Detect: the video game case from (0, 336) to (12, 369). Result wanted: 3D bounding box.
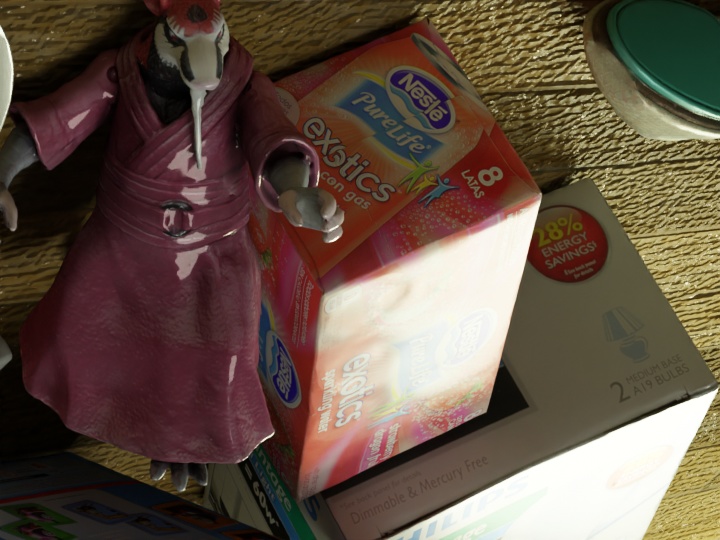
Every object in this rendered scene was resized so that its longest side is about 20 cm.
[{"bbox_3d":[-0.241,0.098,1.124,0.200,0.024,0.182,-38,179,16],"label":"video game case"}]

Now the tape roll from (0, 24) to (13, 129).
[{"bbox_3d":[-0.209,-0.049,0.886,0.200,0.066,0.200,-26,158,-12],"label":"tape roll"}]

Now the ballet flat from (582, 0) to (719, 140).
[{"bbox_3d":[0.147,-0.079,1.269,0.062,0.067,0.200,-35,159,36],"label":"ballet flat"}]

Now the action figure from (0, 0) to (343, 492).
[{"bbox_3d":[-0.061,-0.027,1.067,0.149,0.134,0.200,-61,164,-60],"label":"action figure"}]

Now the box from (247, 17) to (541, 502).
[{"bbox_3d":[0.000,0.000,1.205,0.103,0.095,0.200,-24,157,-17],"label":"box"}]

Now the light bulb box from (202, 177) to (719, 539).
[{"bbox_3d":[0.041,0.085,1.393,0.198,0.125,0.200,-23,157,-18],"label":"light bulb box"}]

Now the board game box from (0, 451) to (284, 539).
[{"bbox_3d":[-0.089,0.128,1.228,0.151,0.200,0.037,-3,109,-61],"label":"board game box"}]
